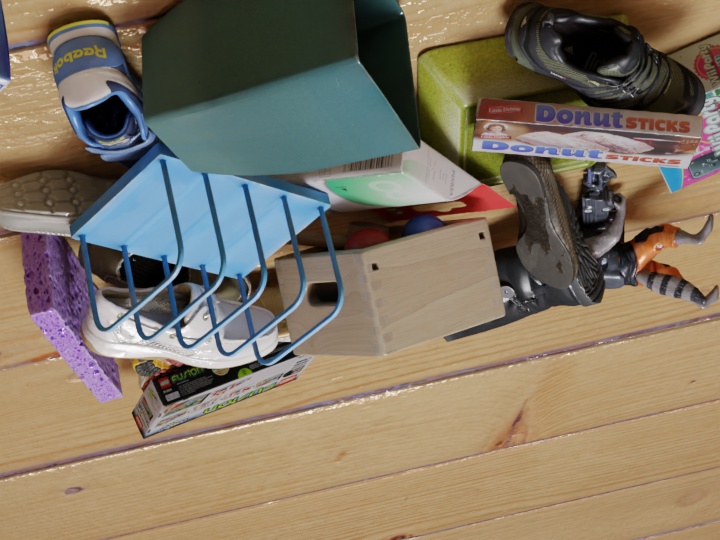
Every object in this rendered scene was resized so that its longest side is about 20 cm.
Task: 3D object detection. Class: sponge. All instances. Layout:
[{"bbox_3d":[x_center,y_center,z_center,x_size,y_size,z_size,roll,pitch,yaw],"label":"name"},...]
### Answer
[{"bbox_3d":[-0.283,0.039,1.544,0.030,0.112,0.200,-14,149,3],"label":"sponge"}]

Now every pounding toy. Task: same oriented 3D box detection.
[{"bbox_3d":[0.000,0.000,1.552,0.183,0.143,0.199,-16,-173,-35],"label":"pounding toy"}]

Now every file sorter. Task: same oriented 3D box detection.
[{"bbox_3d":[-0.132,-0.005,1.403,0.199,0.123,0.139,15,139,-42],"label":"file sorter"}]

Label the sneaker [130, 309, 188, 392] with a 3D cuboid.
[{"bbox_3d":[-0.217,0.071,1.671,0.078,0.082,0.200,-27,166,-11],"label":"sneaker"}]

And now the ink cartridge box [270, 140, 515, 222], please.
[{"bbox_3d":[0.031,-0.070,1.507,0.160,0.050,0.200,-5,157,36],"label":"ink cartridge box"}]

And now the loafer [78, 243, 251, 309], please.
[{"bbox_3d":[-0.185,0.012,1.559,0.199,0.070,0.076,17,102,-39],"label":"loafer"}]

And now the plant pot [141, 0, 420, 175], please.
[{"bbox_3d":[-0.073,-0.164,1.288,0.199,0.142,0.141,-15,150,16],"label":"plant pot"}]

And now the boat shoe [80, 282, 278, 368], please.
[{"bbox_3d":[-0.164,0.046,1.506,0.199,0.071,0.070,1,133,-27],"label":"boat shoe"}]

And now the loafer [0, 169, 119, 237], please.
[{"bbox_3d":[-0.244,-0.051,1.457,0.199,0.070,0.070,0,136,-23],"label":"loafer"}]

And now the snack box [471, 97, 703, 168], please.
[{"bbox_3d":[0.201,-0.123,1.409,0.199,0.024,0.072,5,162,3],"label":"snack box"}]

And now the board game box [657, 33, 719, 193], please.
[{"bbox_3d":[0.369,-0.169,1.527,0.199,0.065,0.148,-22,148,14],"label":"board game box"}]

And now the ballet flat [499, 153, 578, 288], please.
[{"bbox_3d":[0.178,-0.055,1.529,0.067,0.046,0.200,13,147,30],"label":"ballet flat"}]

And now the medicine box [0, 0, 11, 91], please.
[{"bbox_3d":[-0.399,-0.159,1.189,0.199,0.103,0.182,19,136,-42],"label":"medicine box"}]

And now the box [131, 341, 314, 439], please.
[{"bbox_3d":[-0.146,0.120,1.730,0.199,0.035,0.110,-20,165,-28],"label":"box"}]

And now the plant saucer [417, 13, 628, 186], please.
[{"bbox_3d":[0.155,-0.145,1.493,0.199,0.048,0.200,-11,149,-5],"label":"plant saucer"}]

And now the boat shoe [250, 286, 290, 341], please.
[{"bbox_3d":[-0.040,0.040,1.683,0.199,0.071,0.069,-5,173,-5],"label":"boat shoe"}]

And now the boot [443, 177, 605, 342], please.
[{"bbox_3d":[0.139,-0.015,1.671,0.199,0.066,0.166,-13,112,38],"label":"boot"}]

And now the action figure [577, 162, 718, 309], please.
[{"bbox_3d":[0.275,-0.025,1.663,0.192,0.105,0.200,4,149,20],"label":"action figure"}]

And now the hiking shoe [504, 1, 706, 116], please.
[{"bbox_3d":[0.225,-0.173,1.374,0.199,0.076,0.101,19,-177,-18],"label":"hiking shoe"}]

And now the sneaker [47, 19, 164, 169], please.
[{"bbox_3d":[-0.208,-0.127,1.340,0.074,0.083,0.200,-21,150,8],"label":"sneaker"}]
